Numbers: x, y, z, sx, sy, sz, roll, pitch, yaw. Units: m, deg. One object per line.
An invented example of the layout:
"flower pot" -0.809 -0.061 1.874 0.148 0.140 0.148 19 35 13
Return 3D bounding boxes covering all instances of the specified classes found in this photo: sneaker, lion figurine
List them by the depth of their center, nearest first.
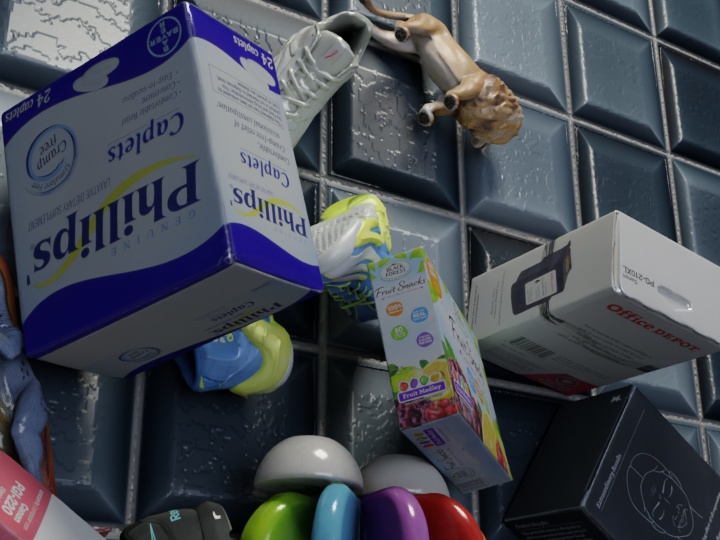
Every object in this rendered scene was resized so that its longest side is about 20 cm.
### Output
"sneaker" -0.125 0.269 0.758 0.079 0.075 0.201 -1 66 -22
"sneaker" -0.120 0.003 0.842 0.105 0.076 0.201 -10 79 -37
"sneaker" 0.000 0.000 0.899 0.200 0.075 0.105 -53 123 -70
"sneaker" -0.054 -0.171 0.951 0.078 0.099 0.200 41 54 -16
"lion figurine" 0.084 -0.208 1.085 0.122 0.072 0.200 -28 85 -46

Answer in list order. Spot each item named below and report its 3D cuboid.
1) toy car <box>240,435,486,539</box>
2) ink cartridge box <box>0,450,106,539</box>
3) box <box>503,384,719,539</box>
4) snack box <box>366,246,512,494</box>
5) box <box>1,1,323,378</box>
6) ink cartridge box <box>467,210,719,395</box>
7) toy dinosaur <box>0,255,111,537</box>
"toy car" 0.013 0.214 0.789 0.199 0.150 0.176 18 63 -33
"ink cartridge box" -0.202 0.237 0.656 0.146 0.085 0.200 -45 104 1
"box" 0.259 0.237 1.011 0.200 0.107 0.149 46 53 -13
"snack box" 0.068 0.089 0.882 0.200 0.053 0.143 53 21 -59
"box" -0.145 -0.051 0.758 0.105 0.183 0.201 23 48 -57
"ink cartridge box" 0.217 0.038 0.998 0.144 0.200 0.085 24 60 -26
"toy dinosaur" -0.260 0.077 0.747 0.200 0.105 0.182 53 31 -51
